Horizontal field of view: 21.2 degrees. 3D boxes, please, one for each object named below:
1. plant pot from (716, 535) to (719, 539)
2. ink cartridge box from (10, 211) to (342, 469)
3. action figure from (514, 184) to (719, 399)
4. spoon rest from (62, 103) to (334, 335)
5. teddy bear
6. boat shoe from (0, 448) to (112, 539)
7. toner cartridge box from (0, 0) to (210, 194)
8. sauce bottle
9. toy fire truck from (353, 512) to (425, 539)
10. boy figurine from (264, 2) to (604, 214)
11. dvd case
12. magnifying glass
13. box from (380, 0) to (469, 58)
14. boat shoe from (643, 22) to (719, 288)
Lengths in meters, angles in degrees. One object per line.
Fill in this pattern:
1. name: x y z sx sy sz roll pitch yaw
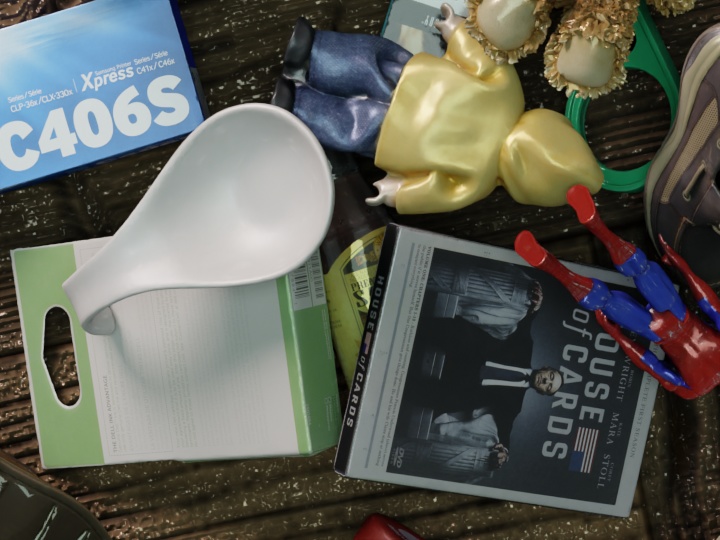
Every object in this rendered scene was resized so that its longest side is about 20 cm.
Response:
1. plant pot: 0.262 0.257 1.141 0.200 0.187 0.188 40 93 12
2. ink cartridge box: -0.114 0.044 1.183 0.199 0.048 0.147 -6 93 30
3. action figure: 0.173 0.022 1.145 0.065 0.052 0.200 -44 124 10
4. spoon rest: -0.098 -0.019 1.109 0.199 0.061 0.100 -32 84 27
5. teddy bear: 0.134 -0.195 1.113 0.144 0.067 0.202 8 78 1
6. boat shoe: -0.220 0.146 1.187 0.072 0.068 0.200 -46 112 -7
7. toner cartridge box: -0.199 -0.103 1.186 0.199 0.043 0.096 -17 91 2
8. sauce bottle: 0.000 0.000 1.177 0.066 0.066 0.201 -20 94 2
9. toy fire truck: 0.038 0.239 1.135 0.199 0.168 0.112 35 93 -1
10. boy figurine: 0.048 -0.091 1.123 0.199 0.064 0.125 15 89 -1
11. dvd case: 0.091 0.063 1.159 0.199 0.025 0.151 11 93 -24
12. magnifying glass: 0.162 -0.148 1.178 0.079 0.022 0.202 -3 87 35
13. box: 0.062 -0.170 1.176 0.082 0.049 0.201 17 93 0
14. boat shoe: 0.213 -0.052 1.116 0.074 0.201 0.074 -13 49 -11
